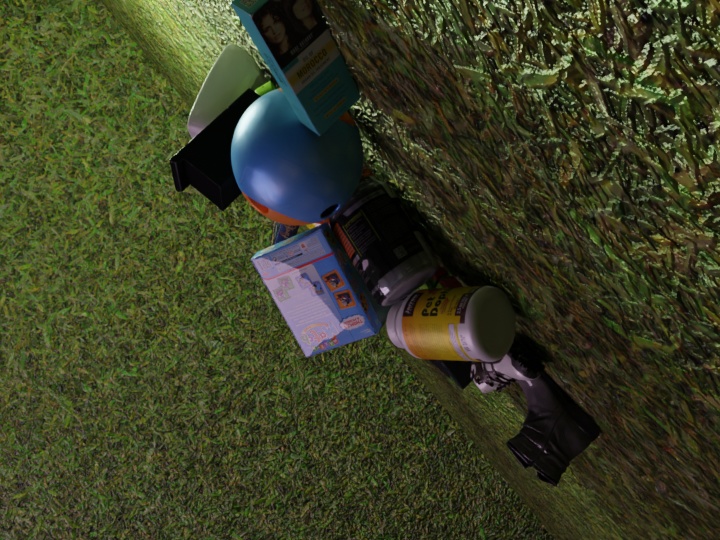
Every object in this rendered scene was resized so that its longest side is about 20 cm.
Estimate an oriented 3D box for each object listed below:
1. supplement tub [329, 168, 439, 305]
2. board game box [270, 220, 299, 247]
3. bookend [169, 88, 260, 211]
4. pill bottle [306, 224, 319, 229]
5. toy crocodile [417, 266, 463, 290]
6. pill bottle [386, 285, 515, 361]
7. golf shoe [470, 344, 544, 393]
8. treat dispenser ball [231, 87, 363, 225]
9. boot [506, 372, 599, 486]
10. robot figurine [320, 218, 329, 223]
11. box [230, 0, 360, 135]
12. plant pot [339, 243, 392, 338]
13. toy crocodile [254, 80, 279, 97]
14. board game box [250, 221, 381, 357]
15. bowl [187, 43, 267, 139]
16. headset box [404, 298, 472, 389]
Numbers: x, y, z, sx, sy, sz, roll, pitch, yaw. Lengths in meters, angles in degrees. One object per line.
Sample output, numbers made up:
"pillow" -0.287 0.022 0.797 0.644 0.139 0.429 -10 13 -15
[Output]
"supplement tub" 0.029 -0.056 1.200 0.202 0.121 0.123 58 176 12
"board game box" -0.135 -0.130 1.371 0.136 0.034 0.203 115 160 -48
"bookend" -0.179 -0.169 1.250 0.199 0.199 0.093 36 155 11
"pill bottle" -0.085 -0.144 1.578 0.201 0.111 0.111 49 174 3
"toy crocodile" 0.151 0.041 1.245 0.200 0.067 0.062 45 136 23
"pill bottle" 0.133 0.082 1.138 0.198 0.110 0.110 -6 131 49
"golf shoe" 0.238 0.168 1.223 0.077 0.096 0.200 24 180 -10
"treat dispenser ball" -0.093 -0.169 1.099 0.201 0.200 0.201 47 173 7
"boot" 0.289 0.250 1.243 0.200 0.131 0.070 45 174 31
"robot figurine" -0.067 -0.149 1.423 0.142 0.118 0.200 33 175 -11
"box" -0.074 -0.270 0.919 0.049 0.082 0.201 40 170 39
"plant pot" 0.000 0.000 1.329 0.197 0.134 0.203 24 -139 -23
"toy crocodile" -0.156 -0.275 1.368 0.201 0.066 0.062 86 158 -60
"board game box" -0.074 0.037 1.241 0.203 0.149 0.037 62 -152 -16
"bowl" -0.228 -0.297 1.403 0.073 0.203 0.200 18 164 17
"headset box" 0.167 0.135 1.576 0.175 0.093 0.200 53 172 -34
